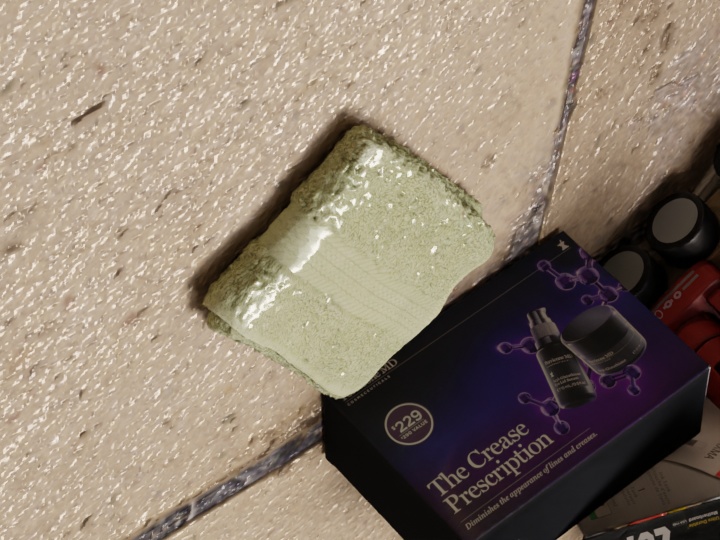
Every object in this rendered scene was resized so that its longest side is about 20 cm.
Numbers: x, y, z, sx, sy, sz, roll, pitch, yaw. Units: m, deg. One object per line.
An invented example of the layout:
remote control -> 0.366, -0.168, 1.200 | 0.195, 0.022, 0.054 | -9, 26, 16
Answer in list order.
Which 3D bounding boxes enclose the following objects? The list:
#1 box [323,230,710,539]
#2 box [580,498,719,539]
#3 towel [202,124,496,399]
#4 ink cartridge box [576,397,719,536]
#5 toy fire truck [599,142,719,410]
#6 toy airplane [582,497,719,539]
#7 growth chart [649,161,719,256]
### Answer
box -> 0.096, 0.088, 1.466 | 0.199, 0.141, 0.079 | -34, 147, -22
box -> 0.185, 0.183, 1.508 | 0.199, 0.050, 0.160 | -18, 169, 15
towel -> 0.000, 0.000, 1.329 | 0.149, 0.036, 0.200 | -49, 152, 3
ink cartridge box -> 0.247, 0.099, 1.545 | 0.199, 0.050, 0.161 | -26, -174, 41
toy fire truck -> 0.261, 0.017, 1.520 | 0.176, 0.200, 0.129 | -44, 132, 5
toy airplane -> 0.268, 0.157, 1.790 | 0.201, 0.140, 0.199 | -62, 174, -18
growth chart -> 0.281, -0.014, 1.659 | 0.145, 0.018, 0.200 | -50, 134, 8
